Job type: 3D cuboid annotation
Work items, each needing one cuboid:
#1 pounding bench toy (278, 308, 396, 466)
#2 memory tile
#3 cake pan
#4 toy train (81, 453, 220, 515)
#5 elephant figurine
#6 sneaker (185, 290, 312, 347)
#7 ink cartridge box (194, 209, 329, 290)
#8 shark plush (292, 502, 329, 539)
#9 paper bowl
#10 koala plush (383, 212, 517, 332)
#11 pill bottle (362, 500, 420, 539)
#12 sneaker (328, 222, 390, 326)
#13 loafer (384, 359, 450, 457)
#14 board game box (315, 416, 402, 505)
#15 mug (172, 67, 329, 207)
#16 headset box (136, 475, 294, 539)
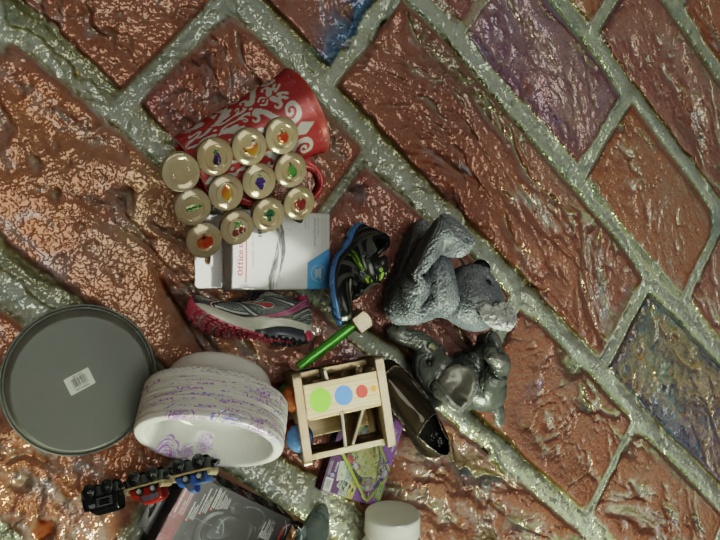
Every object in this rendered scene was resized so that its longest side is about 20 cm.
[{"bbox_3d":[-0.048,0.168,0.915,0.152,0.124,0.206,-8,85,-13],"label":"pounding bench toy"},{"bbox_3d":[-0.161,-0.114,0.831,0.196,0.017,0.157,-24,121,-20],"label":"memory tile"},{"bbox_3d":[-0.373,0.148,0.814,0.195,0.037,0.206,1,88,-26],"label":"cake pan"},{"bbox_3d":[-0.278,0.287,0.808,0.195,0.034,0.047,-17,69,5],"label":"toy train"},{"bbox_3d":[0.147,0.179,1.042,0.195,0.157,0.144,-7,135,-16],"label":"elephant figurine"},{"bbox_3d":[-0.164,0.064,0.906,0.196,0.080,0.077,13,68,-33],"label":"sneaker"},{"bbox_3d":[-0.146,-0.029,0.917,0.195,0.066,0.119,0,89,-27],"label":"ink cartridge box"},{"bbox_3d":[-0.098,0.403,0.887,0.199,0.089,0.086,16,77,-59],"label":"shark plush"},{"bbox_3d":[-0.195,0.185,0.821,0.197,0.201,0.106,21,50,-24],"label":"paper bowl"},{"bbox_3d":[0.154,0.036,1.005,0.197,0.177,0.187,28,85,-13],"label":"koala plush"},{"bbox_3d":[0.050,0.485,0.968,0.107,0.109,0.206,-1,94,-26],"label":"pill bottle"},{"bbox_3d":[0.000,0.000,0.942,0.081,0.072,0.202,11,45,11],"label":"sneaker"},{"bbox_3d":[0.093,0.228,0.999,0.073,0.071,0.201,-44,109,-21],"label":"loafer"},{"bbox_3d":[0.010,0.274,1.009,0.118,0.032,0.205,23,78,-21],"label":"board game box"},{"bbox_3d":[-0.148,-0.172,0.878,0.198,0.134,0.179,-32,73,-19],"label":"mug"},{"bbox_3d":[-0.217,0.378,0.864,0.198,0.077,0.151,33,74,-21],"label":"headset box"}]
